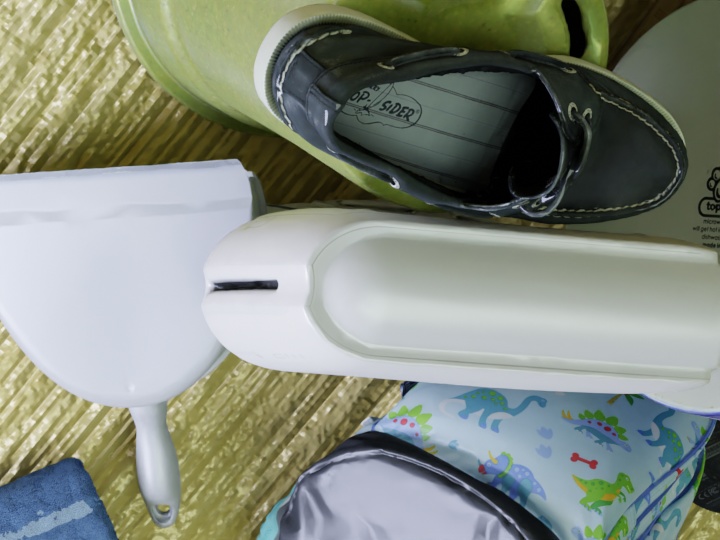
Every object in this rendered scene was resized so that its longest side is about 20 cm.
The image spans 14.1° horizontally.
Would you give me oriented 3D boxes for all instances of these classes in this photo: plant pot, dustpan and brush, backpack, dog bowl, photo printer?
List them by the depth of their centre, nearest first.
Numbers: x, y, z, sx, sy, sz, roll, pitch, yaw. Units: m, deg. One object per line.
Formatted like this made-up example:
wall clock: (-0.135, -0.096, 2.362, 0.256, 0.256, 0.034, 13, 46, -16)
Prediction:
photo printer: (0.035, 0.014, 1.243, 0.200, 0.166, 0.070, 5, 88, -19)
plant pot: (0.012, -0.119, 1.254, 0.200, 0.184, 0.201, -10, 117, -20)
dog bowl: (0.191, -0.027, 1.339, 0.079, 0.200, 0.200, 9, 111, -42)
dustpan and brush: (-0.105, 0.038, 1.349, 0.139, 0.057, 0.200, -3, 110, 5)
backpack: (0.086, 0.103, 1.395, 0.200, 0.163, 0.154, -8, 125, -58)

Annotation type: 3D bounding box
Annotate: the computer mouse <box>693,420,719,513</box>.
computer mouse: (0.156, 0.053, 1.495, 0.059, 0.034, 0.200, -26, 121, 22)

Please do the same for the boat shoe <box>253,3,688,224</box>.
boat shoe: (0.056, -0.053, 1.155, 0.199, 0.066, 0.075, 20, 105, -30)

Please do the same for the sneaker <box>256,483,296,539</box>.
sneaker: (0.045, 0.152, 1.455, 0.200, 0.091, 0.078, 10, 109, -27)

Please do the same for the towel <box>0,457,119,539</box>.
towel: (-0.206, 0.168, 1.380, 0.200, 0.049, 0.112, -23, 121, -11)

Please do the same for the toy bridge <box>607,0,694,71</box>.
toy bridge: (0.101, -0.092, 1.383, 0.200, 0.027, 0.067, -40, 150, -13)

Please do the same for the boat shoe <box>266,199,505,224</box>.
boat shoe: (0.000, 0.000, 1.378, 0.200, 0.065, 0.074, 11, 119, -6)
